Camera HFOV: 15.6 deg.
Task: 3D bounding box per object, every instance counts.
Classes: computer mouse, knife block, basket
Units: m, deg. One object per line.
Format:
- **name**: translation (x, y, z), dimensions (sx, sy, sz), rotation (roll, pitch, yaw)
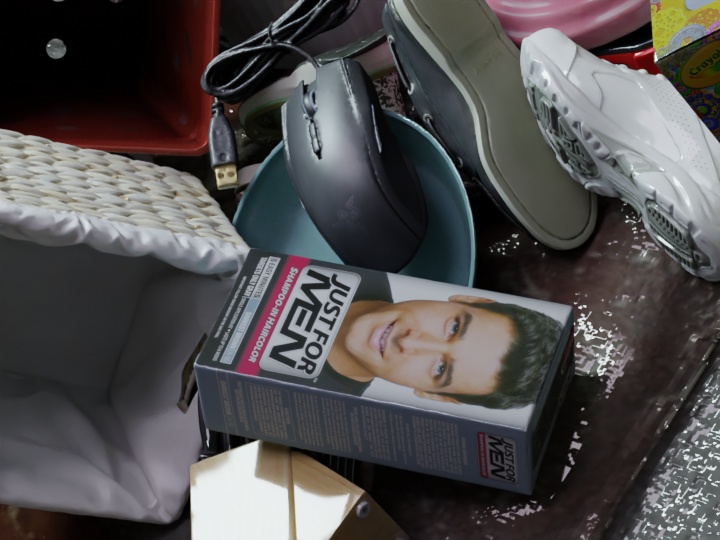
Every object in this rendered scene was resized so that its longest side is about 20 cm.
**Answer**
- **computer mouse**: translation (-0.041, -0.074, 1.627), dimensions (0.140, 0.046, 0.201), rotation (-30, 65, 30)
- **knife block**: translation (-0.067, 0.149, 1.555), dimensions (0.175, 0.064, 0.200), rotation (26, 74, 42)
- **basket**: translation (-0.190, 0.031, 1.665), dimensions (0.161, 0.199, 0.199), rotation (-120, 45, -58)

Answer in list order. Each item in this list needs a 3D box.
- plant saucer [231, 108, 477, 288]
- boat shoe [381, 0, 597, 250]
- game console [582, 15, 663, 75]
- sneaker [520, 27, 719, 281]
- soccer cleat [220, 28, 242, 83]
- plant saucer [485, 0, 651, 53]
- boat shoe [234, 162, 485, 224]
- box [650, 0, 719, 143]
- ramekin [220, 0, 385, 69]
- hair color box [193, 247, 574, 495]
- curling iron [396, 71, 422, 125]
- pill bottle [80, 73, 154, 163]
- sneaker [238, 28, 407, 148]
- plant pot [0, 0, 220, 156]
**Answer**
- **plant saucer**: translation (0.000, 0.000, 1.635), dimensions (0.199, 0.036, 0.201), rotation (-8, 78, 38)
- **boat shoe**: translation (0.073, -0.095, 1.616), dimensions (0.074, 0.200, 0.066), rotation (-37, 2, -29)
- **game console**: translation (0.153, -0.187, 1.660), dimensions (0.199, 0.031, 0.177), rotation (-2, 50, 42)
- **sneaker**: translation (0.177, -0.083, 1.545), dimensions (0.099, 0.078, 0.200), rotation (-37, 62, -14)
- **soccer cleat**: translation (-0.139, -0.175, 1.994), dimensions (0.199, 0.068, 0.073), rotation (-2, 33, 45)
- **plant saucer**: translation (0.147, -0.222, 1.634), dimensions (0.200, 0.051, 0.201), rotation (-26, 37, 22)
- **boat shoe**: translation (0.001, -0.043, 1.708), dimensions (0.199, 0.072, 0.060), rotation (-7, 69, 33)
- **box**: translation (0.256, -0.146, 1.444), dimensions (0.122, 0.193, 0.201), rotation (-25, 39, 26)
- **ramekin**: translation (-0.024, -0.223, 1.853), dimensions (0.201, 0.095, 0.203), rotation (-19, 28, 10)
- **hair color box**: translation (0.016, 0.056, 1.510), dimensions (0.199, 0.061, 0.099), rotation (11, 48, 16)
- **curling iron**: translation (-0.006, -0.133, 1.835), dimensions (0.200, 0.025, 0.050), rotation (36, 117, 58)
- **pill bottle**: translation (-0.211, -0.046, 1.877), dimensions (0.119, 0.120, 0.201), rotation (-10, 47, 39)
- **sneaker**: translation (-0.022, -0.095, 1.771), dimensions (0.077, 0.089, 0.200), rotation (-22, -1, -23)
- **plant pot**: translation (-0.201, -0.189, 1.775), dimensions (0.176, 0.198, 0.201), rotation (-138, 50, -78)
